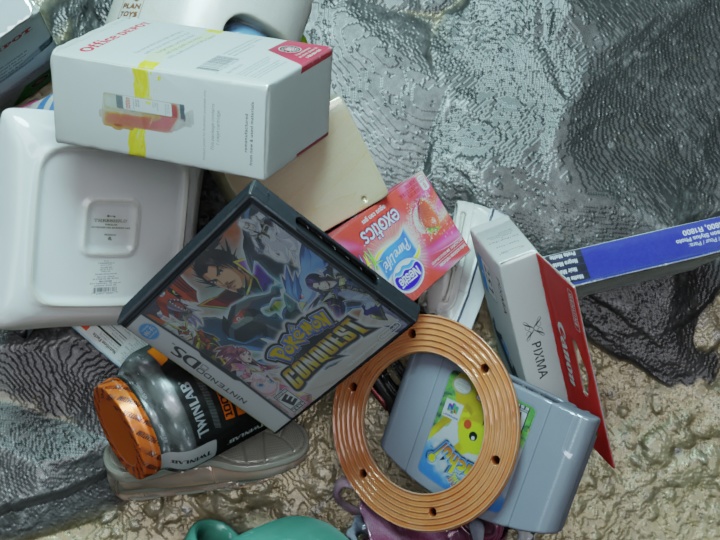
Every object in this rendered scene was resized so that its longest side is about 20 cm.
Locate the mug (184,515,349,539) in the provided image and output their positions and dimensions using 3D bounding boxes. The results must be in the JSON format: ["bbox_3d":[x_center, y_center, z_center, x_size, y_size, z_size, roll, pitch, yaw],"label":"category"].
[{"bbox_3d":[-0.092,0.315,1.304,0.184,0.114,0.153,-5,92,29],"label":"mug"}]

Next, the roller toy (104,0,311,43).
[{"bbox_3d":[-0.152,-0.237,1.355,0.199,0.182,0.141,20,83,-2],"label":"roller toy"}]

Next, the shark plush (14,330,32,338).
[{"bbox_3d":[-0.280,-0.023,1.379,0.083,0.091,0.201,32,73,-32],"label":"shark plush"}]

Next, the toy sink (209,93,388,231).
[{"bbox_3d":[-0.070,-0.093,1.354,0.130,0.200,0.113,-30,104,-9],"label":"toy sink"}]

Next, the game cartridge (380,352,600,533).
[{"bbox_3d":[0.114,0.158,1.304,0.199,0.040,0.134,24,105,30],"label":"game cartridge"}]

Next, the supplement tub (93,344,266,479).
[{"bbox_3d":[-0.142,0.109,1.320,0.199,0.122,0.123,-27,86,-27],"label":"supplement tub"}]

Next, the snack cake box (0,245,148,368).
[{"bbox_3d":[-0.251,-0.001,1.329,0.115,0.067,0.200,-48,123,-8],"label":"snack cake box"}]

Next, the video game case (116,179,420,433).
[{"bbox_3d":[-0.081,0.038,1.191,0.180,0.200,0.026,37,36,-18],"label":"video game case"}]

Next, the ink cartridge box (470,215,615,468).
[{"bbox_3d":[0.168,0.071,1.314,0.044,0.176,0.201,-19,116,-6],"label":"ink cartridge box"}]

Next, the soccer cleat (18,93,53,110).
[{"bbox_3d":[-0.295,-0.128,1.350,0.199,0.070,0.087,-34,45,14],"label":"soccer cleat"}]

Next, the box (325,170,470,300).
[{"bbox_3d":[0.000,0.000,1.309,0.095,0.102,0.200,58,42,-6],"label":"box"}]

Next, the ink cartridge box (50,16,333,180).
[{"bbox_3d":[-0.141,-0.150,1.190,0.199,0.145,0.084,12,115,18],"label":"ink cartridge box"}]

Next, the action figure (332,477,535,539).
[{"bbox_3d":[0.089,0.260,1.374,0.199,0.134,0.150,-20,57,-7],"label":"action figure"}]

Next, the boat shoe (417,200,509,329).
[{"bbox_3d":[0.089,0.024,1.404,0.065,0.072,0.201,20,81,2],"label":"boat shoe"}]

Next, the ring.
[{"bbox_3d":[0.061,0.142,1.306,0.199,0.019,0.202,-2,85,32],"label":"ring"}]

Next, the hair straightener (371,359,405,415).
[{"bbox_3d":[0.009,0.087,1.383,0.041,0.077,0.201,-31,85,-34],"label":"hair straightener"}]

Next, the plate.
[{"bbox_3d":[-0.231,-0.042,1.269,0.198,0.032,0.202,-1,104,-32],"label":"plate"}]

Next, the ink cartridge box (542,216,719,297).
[{"bbox_3d":[0.262,-0.011,1.358,0.198,0.200,0.041,-13,84,-7],"label":"ink cartridge box"}]

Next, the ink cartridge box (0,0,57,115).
[{"bbox_3d":[-0.369,-0.208,1.323,0.146,0.200,0.083,-36,87,-9],"label":"ink cartridge box"}]

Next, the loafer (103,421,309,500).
[{"bbox_3d":[-0.150,0.187,1.373,0.198,0.063,0.072,-5,44,-7],"label":"loafer"}]
